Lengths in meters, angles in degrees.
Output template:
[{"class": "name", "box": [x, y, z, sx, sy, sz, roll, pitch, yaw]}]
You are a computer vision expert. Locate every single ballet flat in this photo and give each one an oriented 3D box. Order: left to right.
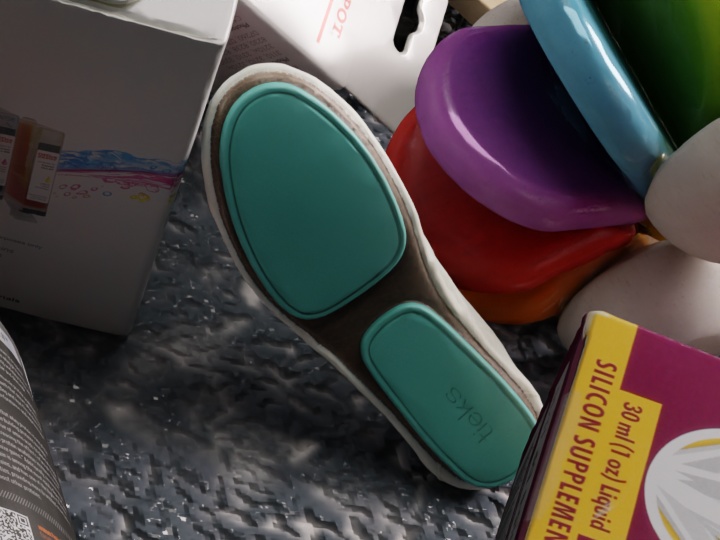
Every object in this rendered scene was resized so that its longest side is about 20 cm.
[{"class": "ballet flat", "box": [0.000, 0.000, 0.920, 0.200, 0.069, 0.070, 53, 24, -26]}]

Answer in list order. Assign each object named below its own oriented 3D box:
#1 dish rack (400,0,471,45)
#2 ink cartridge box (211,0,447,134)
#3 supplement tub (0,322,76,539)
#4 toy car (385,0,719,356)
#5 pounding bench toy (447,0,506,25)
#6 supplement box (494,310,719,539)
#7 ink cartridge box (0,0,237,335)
[{"class": "dish rack", "box": [0.100, -0.145, 1.236, 0.199, 0.055, 0.154, 24, 36, 4]}, {"class": "ink cartridge box", "box": [-0.052, -0.148, 1.054, 0.200, 0.068, 0.116, 39, 55, -34]}, {"class": "supplement tub", "box": [-0.149, 0.080, 0.745, 0.122, 0.123, 0.201, 2, 39, -24]}, {"class": "toy car", "box": [0.083, -0.054, 0.986, 0.149, 0.200, 0.176, -10, 60, -29]}, {"class": "pounding bench toy", "box": [0.064, -0.239, 1.158, 0.124, 0.157, 0.200, -16, 50, -42]}, {"class": "supplement box", "box": [0.140, 0.122, 0.832, 0.199, 0.104, 0.131, 21, 47, 1]}, {"class": "ink cartridge box", "box": [-0.122, -0.100, 0.904, 0.143, 0.200, 0.146, 16, 55, -8]}]
